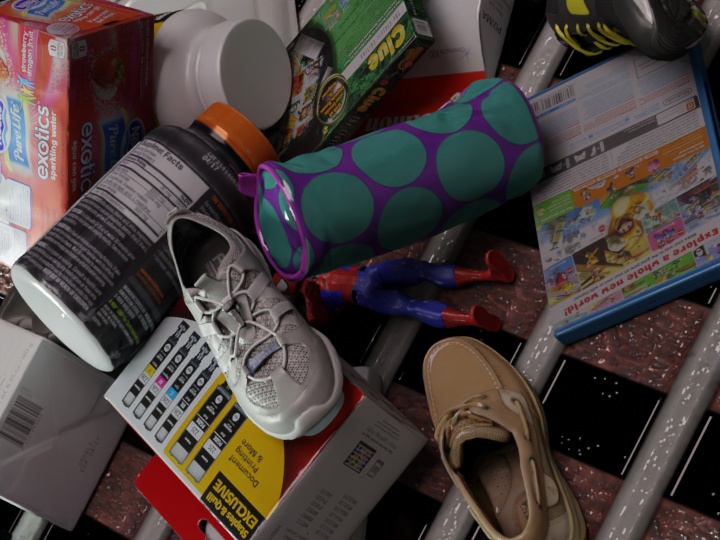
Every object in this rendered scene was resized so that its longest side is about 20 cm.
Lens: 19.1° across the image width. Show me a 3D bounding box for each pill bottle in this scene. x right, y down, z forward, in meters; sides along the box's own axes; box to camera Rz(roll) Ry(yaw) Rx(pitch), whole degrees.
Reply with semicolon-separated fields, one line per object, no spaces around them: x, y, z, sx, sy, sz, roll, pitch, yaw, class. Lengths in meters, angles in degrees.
-0.148;-0.031;1.545;0.200;0.107;0.106;-45;43;-16;pill bottle
-0.155;-0.144;1.671;0.199;0.112;0.113;-3;63;39;pill bottle

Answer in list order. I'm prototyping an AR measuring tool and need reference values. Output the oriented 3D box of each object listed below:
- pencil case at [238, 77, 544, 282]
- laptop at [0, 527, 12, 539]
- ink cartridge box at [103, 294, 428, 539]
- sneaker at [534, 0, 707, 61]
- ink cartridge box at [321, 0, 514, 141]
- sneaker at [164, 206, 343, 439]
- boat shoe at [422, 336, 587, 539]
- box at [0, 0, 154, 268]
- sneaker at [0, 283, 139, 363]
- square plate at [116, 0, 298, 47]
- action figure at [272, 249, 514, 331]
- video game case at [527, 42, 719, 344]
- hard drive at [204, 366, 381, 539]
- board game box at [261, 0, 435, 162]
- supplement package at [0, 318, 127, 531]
0.024;-0.064;1.470;0.199;0.085;0.093;-21;57;-21;pencil case
-0.353;0.261;1.637;0.199;0.103;0.178;13;73;42;laptop
-0.082;0.119;1.480;0.176;0.084;0.200;-52;46;1;ink cartridge box
0.178;-0.178;1.488;0.085;0.074;0.200;-52;23;16;sneaker
0.031;-0.167;1.622;0.159;0.047;0.201;-1;63;39;ink cartridge box
-0.082;0.035;1.414;0.075;0.082;0.200;-44;47;5;sneaker
0.085;0.110;1.401;0.071;0.064;0.200;-41;47;12;boat shoe
-0.222;-0.101;1.602;0.099;0.095;0.201;20;118;32;box
-0.231;0.036;1.700;0.071;0.080;0.200;-57;25;-3;sneaker
-0.140;-0.189;1.787;0.199;0.028;0.199;-26;51;25;square plate
0.000;0.000;1.518;0.199;0.099;0.066;0;63;41;action figure
0.182;-0.062;1.460;0.142;0.018;0.201;-25;52;25;video game case
-0.053;0.173;1.502;0.131;0.026;0.201;-12;58;33;hard drive
-0.020;-0.149;1.617;0.200;0.023;0.105;-46;45;37;board game box
-0.295;0.102;1.672;0.199;0.120;0.122;18;78;44;supplement package
